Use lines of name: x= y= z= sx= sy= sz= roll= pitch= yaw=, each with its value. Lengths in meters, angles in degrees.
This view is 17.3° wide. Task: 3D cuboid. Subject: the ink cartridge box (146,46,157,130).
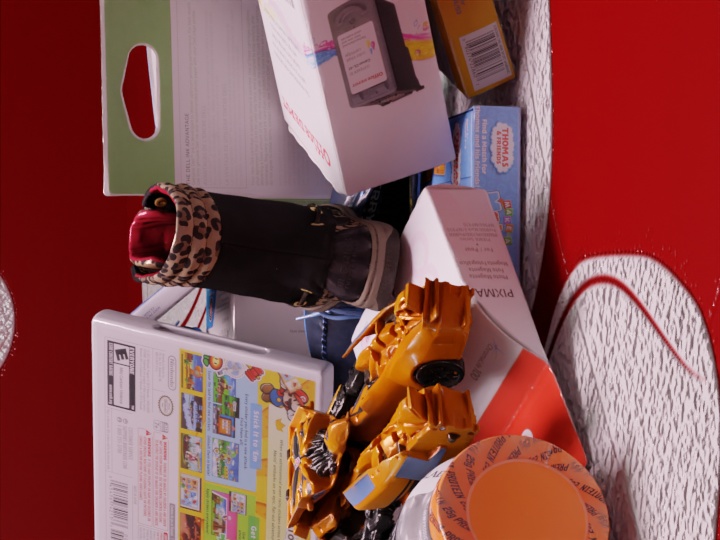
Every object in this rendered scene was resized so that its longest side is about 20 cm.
ink cartridge box: x=-0.082 y=-0.121 z=1.891 sx=0.200 sy=0.146 sz=0.147 roll=80 pitch=-179 yaw=-56

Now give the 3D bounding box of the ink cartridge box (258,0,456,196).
ink cartridge box: x=-0.014 y=-0.171 z=1.509 sx=0.148 sy=0.085 sz=0.201 roll=-125 pitch=19 yaw=-60

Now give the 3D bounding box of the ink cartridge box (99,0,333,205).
ink cartridge box: x=-0.085 y=-0.118 z=1.621 sx=0.048 sy=0.199 sz=0.147 roll=165 pitch=103 yaw=-71

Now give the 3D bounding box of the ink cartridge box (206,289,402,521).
ink cartridge box: x=-0.038 y=0.098 z=1.787 sx=0.147 sy=0.144 sz=0.202 roll=160 pitch=111 yaw=-77

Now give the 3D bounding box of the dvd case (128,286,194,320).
dvd case: x=-0.091 y=-0.025 z=1.746 sx=0.018 sy=0.200 sz=0.143 roll=50 pitch=-176 yaw=-3

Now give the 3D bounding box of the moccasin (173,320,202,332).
moccasin: x=-0.147 y=0.088 z=1.788 sx=0.200 sy=0.068 sz=0.081 roll=-125 pitch=37 yaw=-71

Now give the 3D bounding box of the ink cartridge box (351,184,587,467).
ink cartridge box: x=0.060 y=0.074 z=1.439 sx=0.163 sy=0.057 sz=0.201 roll=116 pitch=148 yaw=-48

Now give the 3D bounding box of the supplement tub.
supplement tub: x=0.068 y=0.182 z=1.330 sx=0.200 sy=0.122 sz=0.123 roll=108 pitch=159 yaw=-55

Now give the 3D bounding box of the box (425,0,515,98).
box: x=0.038 y=-0.204 z=1.558 sx=0.200 sy=0.041 sz=0.120 roll=-122 pitch=11 yaw=-60

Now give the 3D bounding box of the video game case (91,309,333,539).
video game case: x=-0.106 y=0.138 z=1.667 sx=0.023 sy=0.181 sz=0.201 roll=-41 pitch=-41 yaw=-57

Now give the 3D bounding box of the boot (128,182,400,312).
boot: x=-0.074 y=-0.014 z=1.510 sx=0.200 sy=0.150 sz=0.074 roll=-164 pitch=83 yaw=-69

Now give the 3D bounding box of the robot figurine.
robot figurine: x=0.008 y=0.094 z=1.412 sx=0.200 sy=0.058 sz=0.146 roll=131 pitch=147 yaw=-49

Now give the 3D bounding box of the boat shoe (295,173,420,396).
boat shoe: x=0.000 y=0.000 z=1.598 sx=0.069 sy=0.084 sz=0.201 roll=-129 pitch=38 yaw=-66

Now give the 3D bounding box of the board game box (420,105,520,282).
board game box: x=0.064 y=-0.024 z=1.572 sx=0.200 sy=0.036 sz=0.152 roll=172 pitch=98 yaw=-79
